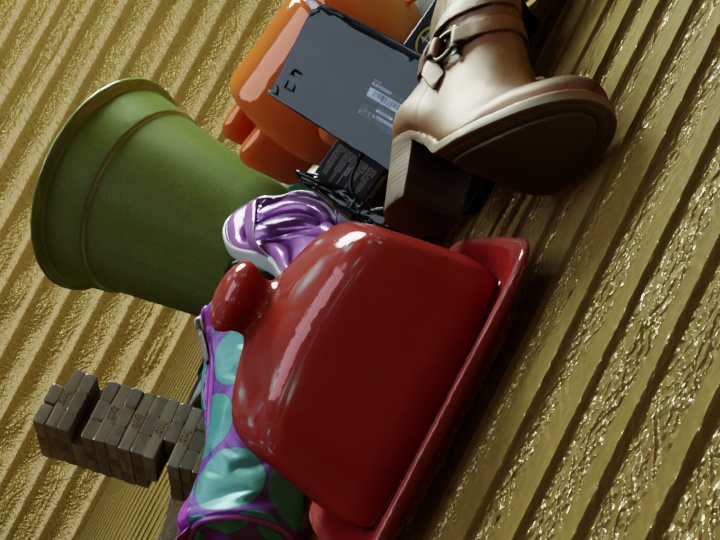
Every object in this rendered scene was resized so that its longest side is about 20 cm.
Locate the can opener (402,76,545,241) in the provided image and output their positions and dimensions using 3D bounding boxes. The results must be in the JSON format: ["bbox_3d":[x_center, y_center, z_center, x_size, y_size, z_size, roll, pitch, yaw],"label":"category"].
[{"bbox_3d":[0.061,-0.085,1.003,0.053,0.067,0.200,-29,-12,-40],"label":"can opener"}]

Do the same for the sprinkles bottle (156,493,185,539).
[{"bbox_3d":[-0.139,0.242,1.159,0.069,0.068,0.200,-57,10,24],"label":"sprinkles bottle"}]

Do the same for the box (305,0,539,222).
[{"bbox_3d":[0.051,-0.127,1.066,0.201,0.049,0.161,-54,-13,7],"label":"box"}]

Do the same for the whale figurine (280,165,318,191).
[{"bbox_3d":[-0.026,-0.042,1.342,0.200,0.104,0.159,-41,-28,-1],"label":"whale figurine"}]

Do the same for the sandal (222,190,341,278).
[{"bbox_3d":[-0.052,-0.035,1.057,0.082,0.050,0.202,-28,25,-15],"label":"sandal"}]

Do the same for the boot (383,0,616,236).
[{"bbox_3d":[0.085,-0.117,0.840,0.200,0.076,0.157,-34,40,61],"label":"boot"}]

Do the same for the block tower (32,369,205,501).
[{"bbox_3d":[-0.144,0.135,1.076,0.058,0.198,0.054,94,-164,-54],"label":"block tower"}]

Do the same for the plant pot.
[{"bbox_3d":[-0.149,-0.041,1.235,0.200,0.189,0.202,-43,-34,-38],"label":"plant pot"}]

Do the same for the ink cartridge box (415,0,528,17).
[{"bbox_3d":[0.101,-0.253,1.134,0.200,0.115,0.069,152,102,-74],"label":"ink cartridge box"}]

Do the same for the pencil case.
[{"bbox_3d":[-0.081,0.111,1.006,0.085,0.091,0.202,125,153,-46],"label":"pencil case"}]

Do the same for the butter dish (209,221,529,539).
[{"bbox_3d":[-0.017,0.045,0.813,0.201,0.147,0.199,-62,8,-4],"label":"butter dish"}]

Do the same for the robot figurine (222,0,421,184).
[{"bbox_3d":[-0.026,-0.165,1.150,0.201,0.116,0.144,-51,8,16],"label":"robot figurine"}]

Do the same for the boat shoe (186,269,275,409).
[{"bbox_3d":[-0.093,0.083,1.140,0.066,0.071,0.203,-116,48,-76],"label":"boat shoe"}]

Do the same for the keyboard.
[{"bbox_3d":[0.010,-0.091,0.970,0.021,0.199,0.128,17,-75,-54],"label":"keyboard"}]

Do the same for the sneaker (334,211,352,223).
[{"bbox_3d":[0.000,0.000,1.086,0.201,0.071,0.073,-89,14,-59],"label":"sneaker"}]
